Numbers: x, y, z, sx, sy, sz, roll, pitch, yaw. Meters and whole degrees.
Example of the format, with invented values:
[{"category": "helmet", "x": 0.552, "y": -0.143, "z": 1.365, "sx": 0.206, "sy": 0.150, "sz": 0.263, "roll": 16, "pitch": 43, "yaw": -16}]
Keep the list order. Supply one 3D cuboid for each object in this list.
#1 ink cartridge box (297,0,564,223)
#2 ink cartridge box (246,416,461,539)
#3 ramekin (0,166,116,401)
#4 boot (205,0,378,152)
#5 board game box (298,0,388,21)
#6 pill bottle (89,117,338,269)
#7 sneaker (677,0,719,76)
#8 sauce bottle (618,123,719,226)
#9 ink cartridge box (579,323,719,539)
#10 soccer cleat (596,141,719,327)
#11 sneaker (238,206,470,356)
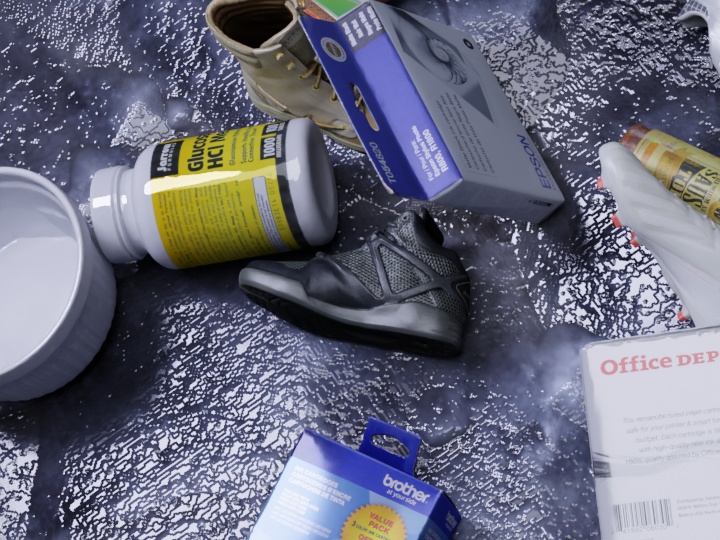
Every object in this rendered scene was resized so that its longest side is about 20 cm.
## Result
[{"category": "ink cartridge box", "x": 0.062, "y": -0.136, "z": 1.613, "sx": 0.041, "sy": 0.200, "sz": 0.200, "roll": -43, "pitch": 59, "yaw": 30}, {"category": "ink cartridge box", "x": -0.012, "y": 0.220, "z": 1.545, "sx": 0.136, "sy": 0.076, "sz": 0.200, "roll": 21, "pitch": 73, "yaw": 23}, {"category": "ramekin", "x": -0.309, "y": 0.020, "z": 1.690, "sx": 0.200, "sy": 0.105, "sz": 0.201, "roll": -7, "pitch": 68, "yaw": 17}, {"category": "boot", "x": -0.028, "y": -0.175, "z": 1.671, "sx": 0.200, "sy": 0.155, "sz": 0.073, "roll": 19, "pitch": 74, "yaw": 22}, {"category": "board game box", "x": 0.009, "y": -0.290, "z": 1.759, "sx": 0.200, "sy": 0.030, "sz": 0.095, "roll": -41, "pitch": 62, "yaw": -17}, {"category": "pill bottle", "x": -0.128, "y": -0.063, "z": 1.676, "sx": 0.199, "sy": 0.112, "sz": 0.113, "roll": -9, "pitch": 65, "yaw": 11}, {"category": "sneaker", "x": 0.348, "y": -0.172, "z": 1.621, "sx": 0.080, "sy": 0.076, "sz": 0.200, "roll": -37, "pitch": 58, "yaw": 11}, {"category": "sauce bottle", "x": 0.301, "y": -0.057, "z": 1.580, "sx": 0.200, "sy": 0.066, "sz": 0.066, "roll": 26, "pitch": 76, "yaw": 25}, {"category": "ink cartridge box", "x": 0.254, "y": 0.152, "z": 1.475, "sx": 0.146, "sy": 0.086, "sz": 0.201, "roll": -8, "pitch": 75, "yaw": 12}, {"category": "soccer cleat", "x": 0.263, "y": -0.026, "z": 1.547, "sx": 0.077, "sy": 0.069, "sz": 0.200, "roll": -33, "pitch": 89, "yaw": 21}, {"category": "sneaker", "x": 0.000, "y": 0.000, "z": 1.636, "sx": 0.199, "sy": 0.076, "sz": 0.115, "roll": 9, "pitch": 68, "yaw": 16}]
